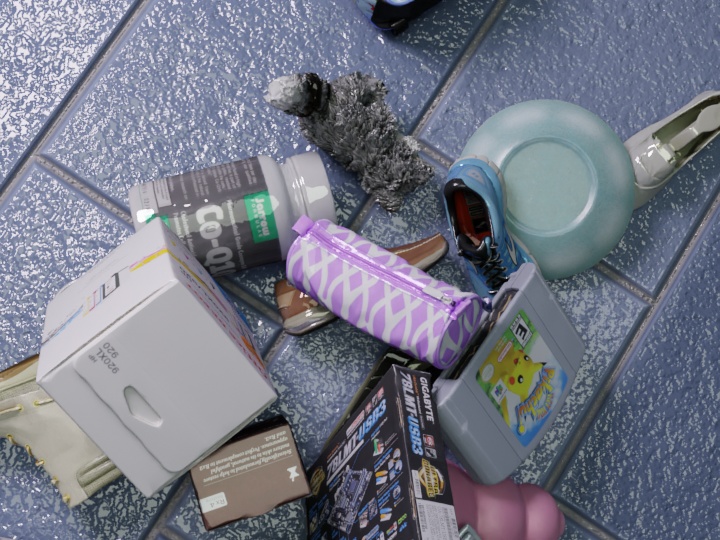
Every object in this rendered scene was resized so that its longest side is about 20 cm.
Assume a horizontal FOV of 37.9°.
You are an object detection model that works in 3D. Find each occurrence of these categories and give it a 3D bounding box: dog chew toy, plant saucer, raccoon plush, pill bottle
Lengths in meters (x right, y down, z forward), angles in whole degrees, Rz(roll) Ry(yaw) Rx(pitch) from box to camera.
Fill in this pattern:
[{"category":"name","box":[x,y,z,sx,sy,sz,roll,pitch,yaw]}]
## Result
[{"category":"dog chew toy","box":[0.113,0.255,1.073,0.199,0.125,0.125,6,82,-13]},{"category":"plant saucer","box":[0.202,-0.090,1.145,0.200,0.039,0.202,0,89,6]},{"category":"raccoon plush","box":[-0.013,-0.124,1.086,0.200,0.097,0.134,-14,65,-51]},{"category":"pill bottle","box":[-0.130,-0.056,1.087,0.199,0.113,0.114,-15,84,-8]}]

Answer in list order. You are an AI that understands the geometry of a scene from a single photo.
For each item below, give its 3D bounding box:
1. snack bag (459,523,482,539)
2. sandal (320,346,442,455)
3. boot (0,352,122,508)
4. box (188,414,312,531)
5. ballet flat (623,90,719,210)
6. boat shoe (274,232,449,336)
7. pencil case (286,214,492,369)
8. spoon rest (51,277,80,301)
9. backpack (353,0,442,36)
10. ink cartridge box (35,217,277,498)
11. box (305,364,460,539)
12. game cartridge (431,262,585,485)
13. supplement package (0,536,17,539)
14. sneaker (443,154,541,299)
[{"category":"snack bag","box":[0.094,0.370,1.029,0.189,0.021,0.200,-45,118,-5]},{"category":"sandal","box":[0.028,0.140,1.111,0.080,0.057,0.201,42,95,-3]},{"category":"boot","box":[-0.332,0.174,1.056,0.199,0.072,0.155,-26,96,4]},{"category":"box","box":[-0.108,0.191,1.012,0.100,0.200,0.075,-18,88,-8]},{"category":"ballet flat","box":[0.348,-0.141,1.175,0.200,0.069,0.070,-38,88,-9]},{"category":"boat shoe","box":[0.000,0.000,1.115,0.199,0.076,0.072,-25,84,-10]},{"category":"pencil case","box":[0.022,0.020,1.013,0.199,0.086,0.084,25,67,25]},{"category":"spoon rest","box":[-0.225,0.055,1.089,0.199,0.061,0.100,0,85,-7]},{"category":"backpack","box":[0.044,-0.394,1.135,0.183,0.147,0.200,-35,85,-12]},{"category":"ink cartridge box","box":[-0.185,0.071,0.946,0.144,0.200,0.147,-38,113,0]},{"category":"box","box":[0.012,0.224,0.964,0.049,0.200,0.199,18,40,-22]},{"category":"game cartridge","box":[0.152,0.107,1.049,0.200,0.040,0.134,-52,123,-27]},{"category":"supplement package","box":[-0.379,0.313,0.967,0.117,0.200,0.118,12,81,-5]},{"category":"sneaker","box":[0.129,-0.017,1.102,0.078,0.090,0.201,-19,100,28]}]
